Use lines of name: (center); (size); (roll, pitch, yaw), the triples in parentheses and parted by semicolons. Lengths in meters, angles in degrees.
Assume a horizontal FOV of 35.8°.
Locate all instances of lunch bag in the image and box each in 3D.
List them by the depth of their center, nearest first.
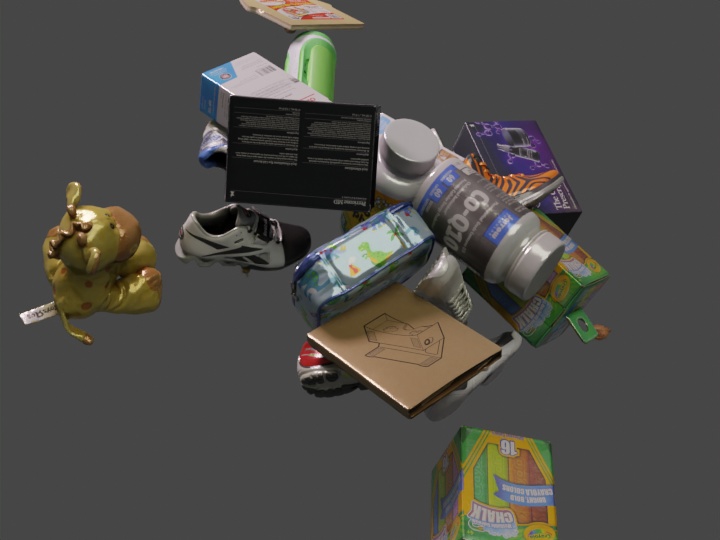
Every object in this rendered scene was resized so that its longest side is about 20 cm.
lunch bag: (0.000, 0.000, 1.514); (0.199, 0.161, 0.083); (-32, 74, -14)

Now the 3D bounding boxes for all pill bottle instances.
pill bottle: (0.174, -0.055, 1.526); (0.199, 0.114, 0.114); (38, 49, 20)
pill bottle: (0.045, -0.119, 1.620); (0.111, 0.201, 0.114); (10, 50, -12)

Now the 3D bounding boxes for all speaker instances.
speaker: (-0.082, -0.292, 1.789); (0.087, 0.089, 0.202); (11, 50, -11)

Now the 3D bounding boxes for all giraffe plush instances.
giraffe plush: (-0.342, -0.026, 1.424); (0.172, 0.163, 0.200); (39, 49, 13)

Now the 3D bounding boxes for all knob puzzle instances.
knob puzzle: (-0.123, -0.441, 1.908); (0.217, 0.031, 0.220); (12, 26, -6)

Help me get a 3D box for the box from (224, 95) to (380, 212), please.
box: (-0.077, -0.159, 1.507); (0.197, 0.143, 0.079); (5, 7, 5)

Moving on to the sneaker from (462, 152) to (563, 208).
sneaker: (0.205, -0.133, 1.649); (0.199, 0.078, 0.113); (-25, 80, -27)

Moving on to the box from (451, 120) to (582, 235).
box: (0.249, -0.144, 1.801); (0.140, 0.079, 0.201); (-6, 55, -22)

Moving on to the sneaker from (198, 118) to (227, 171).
sneaker: (-0.152, -0.153, 1.667); (0.198, 0.077, 0.086); (18, 54, 7)

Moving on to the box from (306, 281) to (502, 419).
box: (0.054, 0.096, 1.421); (0.163, 0.021, 0.199); (-29, 42, -30)

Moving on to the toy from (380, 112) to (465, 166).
toy: (0.075, -0.163, 1.713); (0.199, 0.047, 0.116); (33, 79, 20)

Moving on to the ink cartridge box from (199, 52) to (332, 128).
ink cartridge box: (-0.129, -0.235, 1.644); (0.199, 0.067, 0.115); (35, 44, 24)

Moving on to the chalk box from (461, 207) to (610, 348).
chalk box: (0.270, 0.022, 1.618); (0.200, 0.124, 0.124); (43, 26, 17)

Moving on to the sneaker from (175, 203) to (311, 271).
sneaker: (-0.155, -0.052, 1.568); (0.198, 0.089, 0.075); (-3, 52, -25)

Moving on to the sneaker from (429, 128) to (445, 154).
sneaker: (0.123, -0.119, 1.754); (0.084, 0.073, 0.202); (-26, 69, 5)

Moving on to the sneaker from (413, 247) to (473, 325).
sneaker: (0.121, 0.032, 1.536); (0.080, 0.200, 0.076); (40, 80, 12)

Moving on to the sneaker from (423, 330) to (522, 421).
sneaker: (0.134, 0.115, 1.547); (0.199, 0.076, 0.114); (-33, 72, -34)

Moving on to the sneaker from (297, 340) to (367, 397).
sneaker: (0.013, 0.107, 1.475); (0.197, 0.077, 0.086); (-6, 55, 1)

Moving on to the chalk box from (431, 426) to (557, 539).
chalk box: (0.161, 0.314, 1.355); (0.123, 0.124, 0.202); (11, 49, -11)
